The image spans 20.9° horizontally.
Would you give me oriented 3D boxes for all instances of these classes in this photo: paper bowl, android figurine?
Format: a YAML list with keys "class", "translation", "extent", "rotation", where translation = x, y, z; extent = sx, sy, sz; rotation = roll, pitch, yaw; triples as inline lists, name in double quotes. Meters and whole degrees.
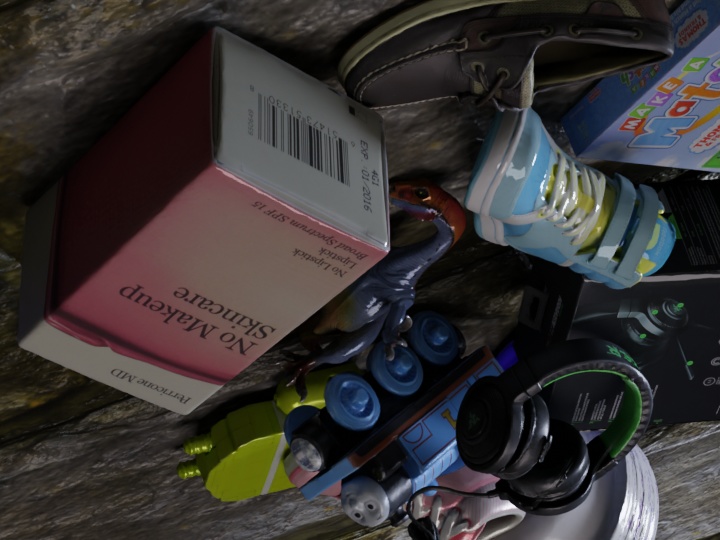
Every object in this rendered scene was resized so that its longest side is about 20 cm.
- class: "paper bowl"
  translation: [0.143, 0.199, 1.653]
  extent: [0.200, 0.201, 0.104]
  rotation: [-30, 136, 22]
- class: "android figurine"
  translation: [-0.050, 0.135, 1.581]
  extent: [0.199, 0.041, 0.182]
  rotation: [-11, 153, -16]

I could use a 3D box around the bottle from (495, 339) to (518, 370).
- class: "bottle"
  translation: [0.208, 0.083, 1.622]
  extent: [0.199, 0.066, 0.084]
  rotation: [-3, 152, -30]

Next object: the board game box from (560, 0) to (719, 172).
- class: "board game box"
  translation: [0.253, -0.121, 1.289]
  extent: [0.199, 0.037, 0.151]
  rotation: [4, 147, -36]

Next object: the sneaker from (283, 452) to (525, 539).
- class: "sneaker"
  translation: [0.043, 0.177, 1.558]
  extent: [0.199, 0.105, 0.075]
  rotation: [-3, 151, -20]

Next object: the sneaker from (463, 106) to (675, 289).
- class: "sneaker"
  translation: [0.137, -0.046, 1.226]
  extent: [0.130, 0.080, 0.200]
  rotation: [21, 176, 10]

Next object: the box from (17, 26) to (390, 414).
- class: "box"
  translation: [-0.093, -0.023, 1.133]
  extent: [0.127, 0.109, 0.200]
  rotation: [25, 133, -30]

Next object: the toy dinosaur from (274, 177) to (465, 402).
- class: "toy dinosaur"
  translation: [0.000, 0.000, 1.357]
  extent: [0.181, 0.105, 0.200]
  rotation: [-36, -176, 13]

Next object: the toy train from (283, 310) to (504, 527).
- class: "toy train"
  translation: [0.031, 0.112, 1.452]
  extent: [0.200, 0.114, 0.087]
  rotation: [-35, 176, -45]

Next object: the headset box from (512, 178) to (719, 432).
- class: "headset box"
  translation: [0.215, 0.027, 1.420]
  extent: [0.199, 0.093, 0.175]
  rotation: [-4, 138, -11]

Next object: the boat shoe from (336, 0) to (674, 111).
- class: "boat shoe"
  translation: [0.086, -0.126, 1.135]
  extent: [0.199, 0.065, 0.073]
  rotation: [-18, 156, 1]

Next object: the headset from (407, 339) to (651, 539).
- class: "headset"
  translation: [0.118, 0.135, 1.364]
  extent: [0.200, 0.094, 0.123]
  rotation: [-38, 132, 11]
